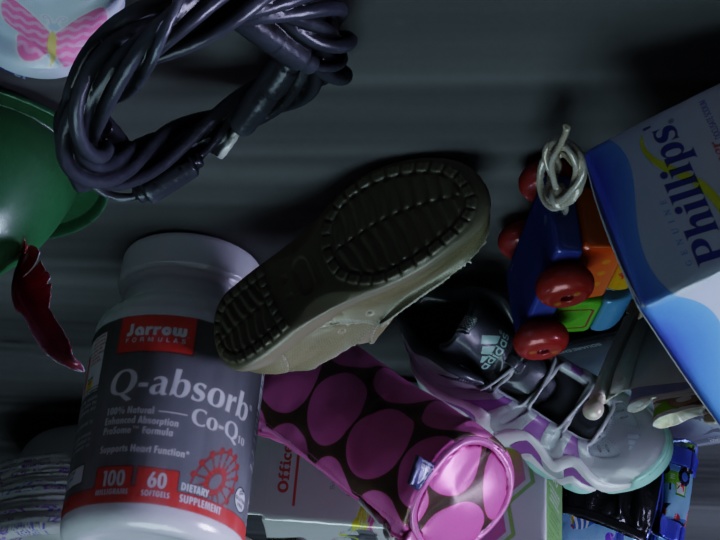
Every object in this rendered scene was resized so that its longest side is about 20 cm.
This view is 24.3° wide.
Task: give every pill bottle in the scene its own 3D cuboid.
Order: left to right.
[{"bbox_3d":[-0.121,0.086,1.070,0.114,0.202,0.116,4,152,2],"label":"pill bottle"}]

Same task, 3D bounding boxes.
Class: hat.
[{"bbox_3d":[-0.235,0.005,0.963,0.164,0.178,0.200,9,151,-9],"label":"hat"}]

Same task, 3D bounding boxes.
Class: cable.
[{"bbox_3d":[-0.074,-0.088,0.822,0.162,0.051,0.200,-21,167,-9],"label":"cable"}]

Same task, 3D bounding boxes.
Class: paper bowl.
[{"bbox_3d":[-0.213,0.198,1.376,0.198,0.105,0.201,4,151,2],"label":"paper bowl"}]

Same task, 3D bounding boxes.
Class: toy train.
[{"bbox_3d":[0.151,-0.025,0.957,0.114,0.085,0.201,-2,152,-8],"label":"toy train"}]

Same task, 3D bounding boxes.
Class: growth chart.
[{"bbox_3d":[0.228,0.051,1.005,0.198,0.145,0.018,-6,119,35],"label":"growth chart"}]

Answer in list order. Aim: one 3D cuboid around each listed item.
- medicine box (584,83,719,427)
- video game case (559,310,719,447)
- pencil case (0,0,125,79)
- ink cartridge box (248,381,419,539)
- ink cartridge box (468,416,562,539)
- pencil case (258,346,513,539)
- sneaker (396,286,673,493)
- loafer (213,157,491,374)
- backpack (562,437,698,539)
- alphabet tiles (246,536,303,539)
[{"bbox_3d":[0.243,-0.021,0.862,0.199,0.104,0.182,-27,143,14],"label":"medicine box"},{"bbox_3d":[0.234,0.076,1.187,0.142,0.019,0.200,-15,145,32],"label":"video game case"},{"bbox_3d":[-0.135,-0.170,0.730,0.090,0.084,0.200,24,149,-6],"label":"pencil case"},{"bbox_3d":[-0.009,0.144,1.248,0.198,0.116,0.068,5,154,3],"label":"ink cartridge box"},{"bbox_3d":[0.084,0.149,1.151,0.103,0.202,0.059,-5,151,17],"label":"ink cartridge box"},{"bbox_3d":[0.004,0.109,1.093,0.199,0.094,0.091,30,166,49],"label":"pencil case"},{"bbox_3d":[0.099,0.067,1.070,0.199,0.078,0.140,21,160,31],"label":"sneaker"},{"bbox_3d":[0.000,0.000,1.011,0.199,0.077,0.067,-29,152,24],"label":"loafer"},{"bbox_3d":[0.158,0.217,1.245,0.133,0.202,0.183,15,157,-8],"label":"backpack"},{"bbox_3d":[-0.087,0.242,1.312,0.165,0.006,0.200,-13,151,23],"label":"alphabet tiles"}]
